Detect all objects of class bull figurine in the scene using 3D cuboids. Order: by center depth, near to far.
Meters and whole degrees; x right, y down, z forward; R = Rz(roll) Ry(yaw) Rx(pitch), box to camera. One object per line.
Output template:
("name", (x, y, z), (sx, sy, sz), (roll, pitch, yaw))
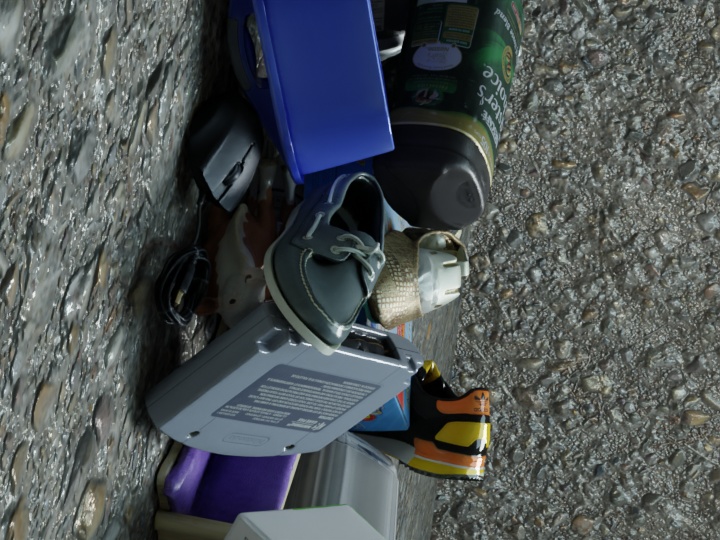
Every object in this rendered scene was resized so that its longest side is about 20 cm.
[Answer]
("bull figurine", (-0.080, -0.020, 1.234), (0.200, 0.065, 0.122), (-11, 105, -86))

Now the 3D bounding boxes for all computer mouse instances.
("computer mouse", (-0.097, -0.044, 1.121), (0.059, 0.034, 0.200), (62, 30, -46))

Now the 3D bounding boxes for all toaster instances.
("toaster", (-0.045, 0.214, 1.387), (0.200, 0.114, 0.129), (-29, -140, 39))

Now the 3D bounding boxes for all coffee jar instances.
("coffee jar", (0.069, -0.135, 1.308), (0.104, 0.085, 0.200), (64, 35, -57))

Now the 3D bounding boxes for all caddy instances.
("caddy", (-0.041, -0.161, 1.189), (0.141, 0.105, 0.200), (-96, 176, -69))

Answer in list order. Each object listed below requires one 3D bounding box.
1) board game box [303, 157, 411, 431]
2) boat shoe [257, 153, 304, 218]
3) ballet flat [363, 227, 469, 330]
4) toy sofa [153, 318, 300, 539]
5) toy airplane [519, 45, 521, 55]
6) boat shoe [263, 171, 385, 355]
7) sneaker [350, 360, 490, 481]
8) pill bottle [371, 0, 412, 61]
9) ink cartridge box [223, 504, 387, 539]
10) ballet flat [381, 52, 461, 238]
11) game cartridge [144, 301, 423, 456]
("board game box", (0.000, 0.000, 1.354), (0.196, 0.056, 0.200), (70, 20, -59))
("boat shoe", (-0.044, -0.031, 1.439), (0.200, 0.073, 0.067), (80, 23, -66))
("ballet flat", (0.047, -0.001, 1.274), (0.200, 0.065, 0.071), (-52, 137, -74))
("toy sofa", (-0.089, 0.133, 1.295), (0.200, 0.083, 0.098), (-71, 169, -47))
("toy airplane", (0.058, -0.183, 1.575), (0.200, 0.141, 0.199), (-7, -128, 53))
("boat shoe", (-0.017, -0.013, 1.157), (0.062, 0.073, 0.200), (-38, -163, 19))
("sneaker", (0.038, 0.116, 1.451), (0.070, 0.200, 0.090), (10, 95, -44))
("pill bottle", (0.004, -0.251, 1.379), (0.200, 0.113, 0.113), (92, 11, -45))
("ink cartridge box", (-0.069, 0.274, 1.215), (0.145, 0.084, 0.200), (7, 118, -58))
("ballet flat", (0.056, -0.097, 1.424), (0.057, 0.066, 0.200), (-36, 134, -13))
("game cartridge", (-0.056, 0.082, 1.191), (0.200, 0.133, 0.042), (18, 44, -57))
